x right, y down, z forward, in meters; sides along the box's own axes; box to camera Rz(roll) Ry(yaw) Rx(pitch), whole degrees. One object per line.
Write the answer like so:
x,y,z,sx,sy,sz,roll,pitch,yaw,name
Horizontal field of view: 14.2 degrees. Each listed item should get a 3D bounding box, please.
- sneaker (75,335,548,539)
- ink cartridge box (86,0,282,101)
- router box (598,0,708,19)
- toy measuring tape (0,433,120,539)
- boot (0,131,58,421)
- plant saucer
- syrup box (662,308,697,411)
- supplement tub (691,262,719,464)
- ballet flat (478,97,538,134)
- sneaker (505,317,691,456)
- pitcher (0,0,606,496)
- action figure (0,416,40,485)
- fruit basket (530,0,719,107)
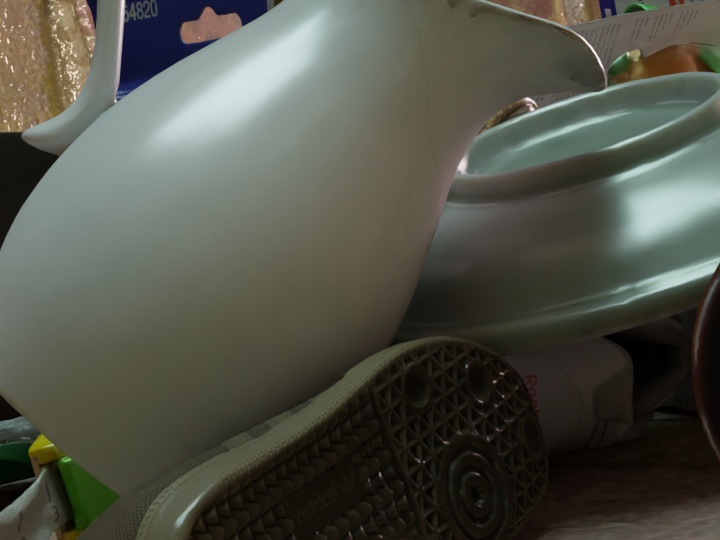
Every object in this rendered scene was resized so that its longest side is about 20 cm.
-0.021,0.067,0.862,0.075,0.071,0.200,-13,2,36,sneaker
-0.066,-0.033,1.291,0.041,0.200,0.199,-14,6,-36,ink cartridge box
0.216,-0.100,1.419,0.179,0.200,0.049,-11,6,-3,router box
-0.076,0.070,0.988,0.073,0.074,0.200,-9,15,15,toy measuring tape
-0.145,0.016,1.231,0.186,0.064,0.200,12,-27,-29,boot
0.084,-0.028,0.992,0.200,0.050,0.200,-17,12,4,plant saucer
0.141,0.006,1.113,0.081,0.079,0.200,-12,6,-22,syrup box
0.173,0.012,0.849,0.107,0.107,0.200,-8,6,24,supplement tub
0.000,0.000,1.148,0.065,0.071,0.200,22,56,32,ballet flat
0.074,0.033,1.073,0.099,0.078,0.200,-3,15,7,sneaker
-0.047,-0.039,0.921,0.200,0.172,0.121,-50,-6,2,pitcher
-0.071,0.056,1.179,0.200,0.055,0.118,-7,3,-2,action figure
0.098,-0.045,1.295,0.200,0.185,0.094,-10,44,-29,fruit basket
